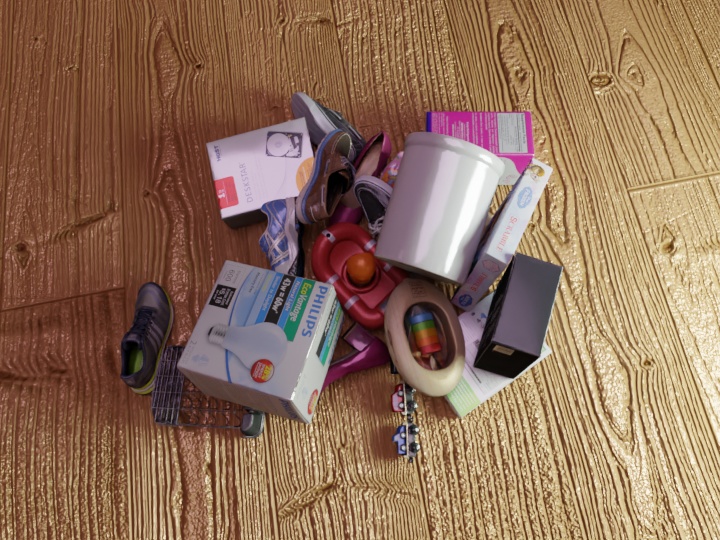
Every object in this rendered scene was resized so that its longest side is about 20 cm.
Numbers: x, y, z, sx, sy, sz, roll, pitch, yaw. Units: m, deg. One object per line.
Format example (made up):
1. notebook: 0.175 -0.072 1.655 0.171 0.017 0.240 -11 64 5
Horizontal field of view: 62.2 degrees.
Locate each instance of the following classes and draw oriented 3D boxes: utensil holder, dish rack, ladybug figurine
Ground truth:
1. utensil holder: 0.124 -0.094 0.963 0.167 0.170 0.203 17 87 10
2. dish rack: -0.263 0.206 1.046 0.196 0.055 0.156 2 70 7
3. ladybug figurine: 0.102 0.111 0.996 0.133 0.072 0.204 -6 72 -18

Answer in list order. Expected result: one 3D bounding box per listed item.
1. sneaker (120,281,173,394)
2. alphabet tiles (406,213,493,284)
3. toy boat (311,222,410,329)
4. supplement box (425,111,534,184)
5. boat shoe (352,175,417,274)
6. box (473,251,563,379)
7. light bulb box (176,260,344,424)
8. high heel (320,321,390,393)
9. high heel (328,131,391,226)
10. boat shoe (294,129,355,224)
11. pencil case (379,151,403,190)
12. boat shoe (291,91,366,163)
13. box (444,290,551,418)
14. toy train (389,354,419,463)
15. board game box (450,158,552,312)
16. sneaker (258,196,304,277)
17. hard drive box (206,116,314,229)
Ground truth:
1. sneaker: -0.386 0.115 1.070 0.072 0.081 0.204 -3 71 3
2. alphabet tiles: 0.149 -0.077 1.137 0.199 0.006 0.167 -36 72 -8
3. toy boat: 0.000 0.000 1.048 0.130 0.131 0.200 -43 79 -11
4. supplement box: 0.220 -0.230 1.132 0.196 0.102 0.105 2 66 4
5. boat shoe: 0.050 -0.079 1.069 0.201 0.073 0.068 54 42 -10
6. box: 0.242 0.078 0.936 0.077 0.200 0.143 15 73 8
7. light bulb box: -0.152 0.115 0.969 0.196 0.125 0.201 12 63 15
8. high heel: -0.034 0.193 1.032 0.096 0.067 0.200 42 88 -7
9. high heel: -0.006 -0.168 1.124 0.067 0.096 0.202 24 74 10
10. boat shoe: -0.046 -0.168 1.070 0.071 0.072 0.203 5 63 31
11. pencil case: 0.125 -0.127 1.092 0.199 0.088 0.088 37 77 3
12. boat shoe: -0.063 -0.289 1.201 0.070 0.072 0.201 -29 68 -30
13. box: 0.210 0.141 1.043 0.198 0.036 0.145 -32 72 -8
14. toy train: 0.072 0.221 1.015 0.045 0.034 0.204 -1 75 -5
15. board game box: 0.233 -0.054 1.001 0.041 0.200 0.202 28 64 5
16. sneaker: -0.144 -0.033 1.092 0.075 0.076 0.204 1 89 4
17. hard drive box: -0.179 -0.185 1.151 0.196 0.077 0.159 -16 79 0
